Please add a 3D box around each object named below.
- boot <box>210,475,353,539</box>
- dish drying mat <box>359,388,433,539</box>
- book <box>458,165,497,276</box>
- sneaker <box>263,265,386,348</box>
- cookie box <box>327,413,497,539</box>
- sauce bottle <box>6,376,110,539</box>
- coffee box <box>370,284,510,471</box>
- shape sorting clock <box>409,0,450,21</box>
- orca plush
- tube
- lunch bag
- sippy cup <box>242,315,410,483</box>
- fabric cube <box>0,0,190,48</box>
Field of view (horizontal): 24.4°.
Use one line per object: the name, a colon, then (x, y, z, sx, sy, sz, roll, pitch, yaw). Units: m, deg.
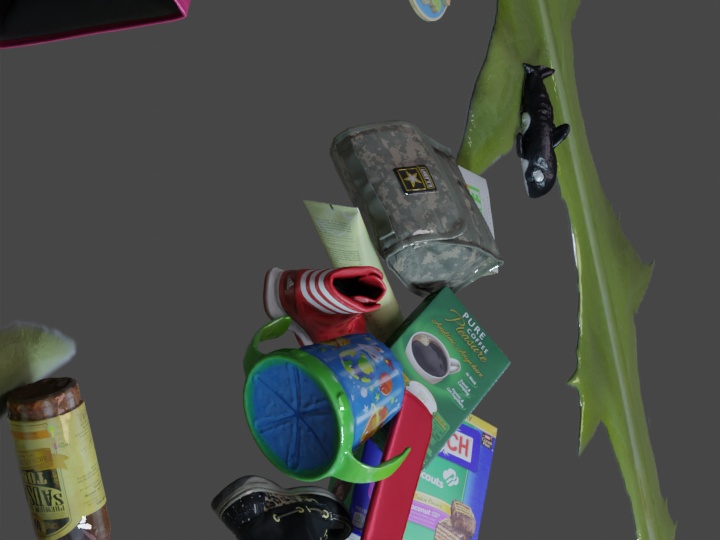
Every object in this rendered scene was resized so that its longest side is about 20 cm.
boot: (-0.050, 0.287, 1.642, 0.203, 0.073, 0.154, 26, 24, -54)
dish drying mat: (0.036, 0.230, 1.726, 0.077, 0.018, 0.201, 46, 55, -51)
book: (0.111, -0.072, 2.133, 0.200, 0.048, 0.134, 17, 68, -60)
sneaker: (-0.012, 0.047, 1.780, 0.200, 0.115, 0.079, 26, 64, -61)
cookie box: (0.054, 0.236, 1.861, 0.171, 0.075, 0.201, 29, 54, -23)
sauce bottle: (-0.239, 0.190, 1.363, 0.066, 0.066, 0.201, -33, 114, -60)
coffee box: (0.073, 0.121, 1.849, 0.123, 0.044, 0.200, 48, 51, -7)
shape sorting clock: (0.085, -0.419, 2.122, 0.200, 0.039, 0.201, 13, 75, -62)
orca plush: (0.281, -0.208, 2.453, 0.105, 0.071, 0.201, 42, 50, -55)
tube: (0.000, 0.000, 1.859, 0.052, 0.058, 0.201, -103, 170, -53)
lunch bag: (0.057, -0.072, 1.889, 0.200, 0.117, 0.165, 23, 39, -60)
sippy cup: (-0.028, 0.127, 1.687, 0.130, 0.139, 0.179, -25, 99, -46)
fabric cube: (-0.236, -0.319, 1.288, 0.200, 0.195, 0.200, 53, 42, -47)
